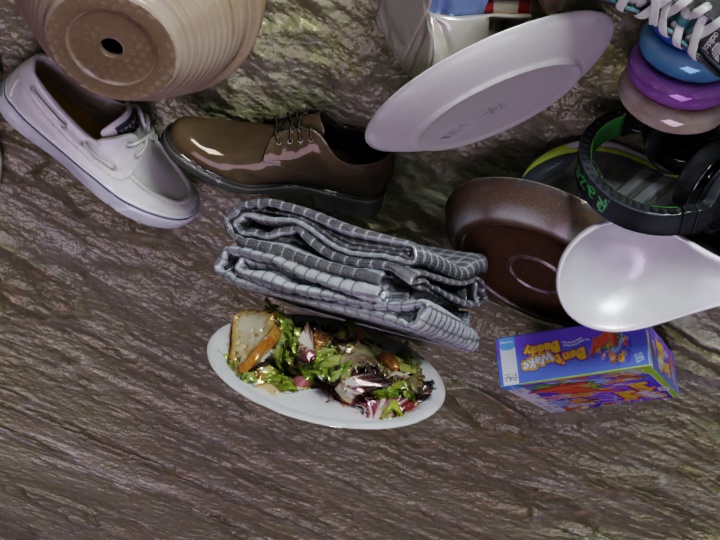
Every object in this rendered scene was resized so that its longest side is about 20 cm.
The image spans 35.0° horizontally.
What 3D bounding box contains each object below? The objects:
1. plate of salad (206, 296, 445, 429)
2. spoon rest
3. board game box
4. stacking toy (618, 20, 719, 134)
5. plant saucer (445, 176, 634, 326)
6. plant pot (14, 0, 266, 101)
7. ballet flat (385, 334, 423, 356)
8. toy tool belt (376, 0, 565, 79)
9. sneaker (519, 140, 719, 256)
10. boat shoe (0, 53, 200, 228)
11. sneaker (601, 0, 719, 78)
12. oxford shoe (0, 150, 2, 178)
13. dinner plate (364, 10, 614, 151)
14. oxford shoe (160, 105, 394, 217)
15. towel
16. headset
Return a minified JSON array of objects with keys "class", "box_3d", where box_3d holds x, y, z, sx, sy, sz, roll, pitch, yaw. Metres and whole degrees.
[{"class":"plate of salad","box_3d":[-0.025,0.070,0.932,0.198,0.200,0.048,12,109,-3]},{"class":"spoon rest","box_3d":[0.252,0.000,0.897,0.198,0.061,0.100,-6,116,-3]},{"class":"board game box","box_3d":[0.219,0.093,1.079,0.133,0.045,0.200,-11,163,21]},{"class":"stacking toy","box_3d":[0.244,-0.196,0.795,0.085,0.086,0.201,8,135,1]},{"class":"plant saucer","box_3d":[0.159,-0.006,0.997,0.199,0.032,0.201,25,156,12]},{"class":"plant pot","box_3d":[-0.177,-0.195,0.857,0.199,0.093,0.202,6,139,5]},{"class":"ballet flat","box_3d":[-0.037,0.100,1.171,0.198,0.068,0.075,-1,175,15]},{"class":"toy tool belt","box_3d":[0.092,-0.222,0.781,0.122,0.125,0.201,-13,148,-24]},{"class":"sneaker","box_3d":[0.230,-0.053,0.951,0.198,0.081,0.074,7,138,2]},{"class":"boat shoe","box_3d":[-0.211,-0.112,0.977,0.200,0.071,0.070,39,134,-21]},{"class":"sneaker","box_3d":[0.219,-0.168,0.714,0.198,0.081,0.071,10,158,-5]},{"class":"oxford shoe","box_3d":[-0.355,-0.114,1.006,0.075,0.058,0.200,15,140,-11]},{"class":"dinner plate","box_3d":[0.098,-0.129,0.842,0.199,0.024,0.200,-21,169,-4]},{"class":"oxford shoe","box_3d":[-0.065,-0.108,0.956,0.198,0.073,0.085,7,138,-16]},{"class":"towel","box_3d":[0.000,0.000,0.975,0.199,0.086,0.165,13,175,27]},{"class":"headset","box_3d":[0.265,-0.077,0.897,0.198,0.124,0.094,-11,139,-8]}]
